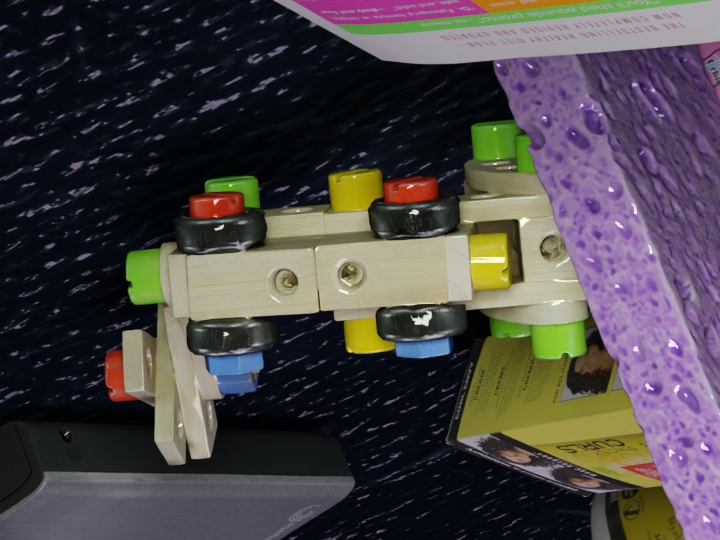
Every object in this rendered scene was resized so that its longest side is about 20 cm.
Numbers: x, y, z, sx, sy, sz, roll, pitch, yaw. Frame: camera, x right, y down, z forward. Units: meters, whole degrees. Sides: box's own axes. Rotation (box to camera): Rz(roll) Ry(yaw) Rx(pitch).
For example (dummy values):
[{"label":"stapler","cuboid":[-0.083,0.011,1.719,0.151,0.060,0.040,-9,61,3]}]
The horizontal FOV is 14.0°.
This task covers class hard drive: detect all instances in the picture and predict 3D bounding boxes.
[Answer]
[{"label":"hard drive","cuboid":[-0.112,0.105,1.181,0.139,0.033,0.200,-34,158,28]}]

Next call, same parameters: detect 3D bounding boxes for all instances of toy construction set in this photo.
[{"label":"toy construction set","cuboid":[0.000,0.000,0.967,0.199,0.093,0.131,-19,-174,9]}]

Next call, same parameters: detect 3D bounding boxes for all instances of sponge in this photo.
[{"label":"sponge","cuboid":[0.103,0.005,0.911,0.030,0.201,0.111,-30,159,24]}]

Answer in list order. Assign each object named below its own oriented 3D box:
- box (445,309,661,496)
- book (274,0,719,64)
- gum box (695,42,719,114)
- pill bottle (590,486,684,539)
[{"label":"box","cuboid":[0.109,0.048,1.125,0.075,0.050,0.200,22,164,-20]},{"label":"book","cuboid":[0.001,-0.098,0.656,0.133,0.048,0.200,-8,160,34]},{"label":"gum box","cuboid":[0.171,-0.037,1.075,0.113,0.066,0.200,-23,161,3]},{"label":"pill bottle","cuboid":[0.219,0.104,1.432,0.200,0.112,0.111,-35,158,30]}]
